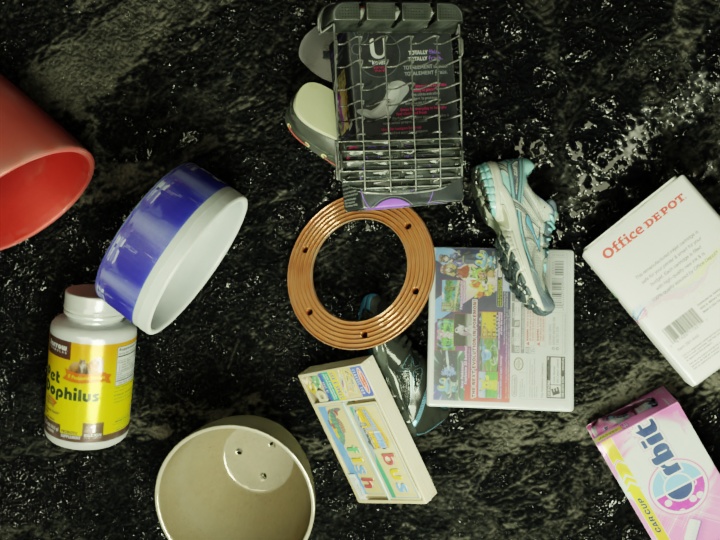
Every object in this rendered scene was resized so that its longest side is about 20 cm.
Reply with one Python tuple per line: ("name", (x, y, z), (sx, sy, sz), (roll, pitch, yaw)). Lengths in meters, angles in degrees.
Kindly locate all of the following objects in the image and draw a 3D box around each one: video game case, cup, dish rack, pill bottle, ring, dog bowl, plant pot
("video game case", (0.175, 0.072, 0.974), (0.181, 0.023, 0.202), (1, 84, 5))
("cup", (-0.147, 0.271, 1.008), (0.199, 0.143, 0.202), (1, 100, 5))
("dish rack", (0.037, -0.180, 0.801), (0.152, 0.055, 0.202), (-3, 95, -10))
("pill bottle", (-0.354, 0.124, 1.019), (0.108, 0.109, 0.202), (8, 101, 4))
("ring", (0.000, 0.000, 0.969), (0.199, 0.019, 0.202), (-6, 74, 23))
("dog bowl", (-0.224, -0.027, 0.933), (0.079, 0.200, 0.201), (34, 102, 2))
("plant pot", (-0.462, -0.147, 0.948), (0.200, 0.200, 0.178), (-41, 85, 11))

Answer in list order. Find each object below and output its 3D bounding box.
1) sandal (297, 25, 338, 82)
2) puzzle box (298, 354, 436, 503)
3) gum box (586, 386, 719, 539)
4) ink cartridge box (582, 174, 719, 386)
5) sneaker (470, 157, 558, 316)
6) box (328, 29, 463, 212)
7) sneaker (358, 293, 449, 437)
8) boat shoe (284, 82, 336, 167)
("sandal", (0.020, -0.252, 0.947), (0.199, 0.043, 0.077), (20, 102, 2))
("puzzle box", (0.007, 0.211, 1.004), (0.133, 0.025, 0.201), (-18, 100, 46))
("gum box", (0.388, 0.257, 0.991), (0.113, 0.066, 0.201), (-31, 96, 9))
("ink cartridge box", (0.381, 0.011, 0.917), (0.145, 0.084, 0.200), (-39, 80, 11))
("sneaker", (0.206, -0.046, 0.936), (0.086, 0.078, 0.201), (-18, 84, -3))
("box", (0.039, -0.172, 0.882), (0.121, 0.106, 0.202), (-6, 94, -12))
("sneaker", (0.054, 0.119, 1.008), (0.081, 0.073, 0.201), (-19, 103, -10))
("boat shoe", (-0.003, -0.155, 0.961), (0.201, 0.063, 0.074), (33, 71, -14))
